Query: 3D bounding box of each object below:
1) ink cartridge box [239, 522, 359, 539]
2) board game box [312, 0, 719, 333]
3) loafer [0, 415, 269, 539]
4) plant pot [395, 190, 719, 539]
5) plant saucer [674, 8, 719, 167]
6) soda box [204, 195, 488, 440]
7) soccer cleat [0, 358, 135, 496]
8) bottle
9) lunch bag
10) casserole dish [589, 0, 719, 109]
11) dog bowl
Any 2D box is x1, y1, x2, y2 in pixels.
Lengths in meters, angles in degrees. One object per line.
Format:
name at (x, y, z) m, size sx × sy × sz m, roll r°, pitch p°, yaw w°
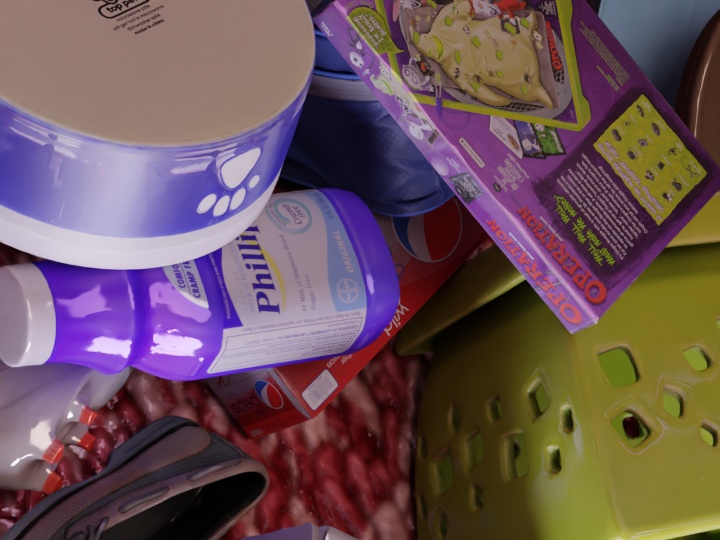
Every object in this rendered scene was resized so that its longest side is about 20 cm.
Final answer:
ink cartridge box at (0.017, 0.207, 1.334) m, size 0.199 × 0.146 × 0.084 m, roll 27°, pitch 66°, yaw -22°
board game box at (0.081, -0.083, 1.312) m, size 0.200 × 0.032 × 0.120 m, roll 51°, pitch 55°, yaw -6°
loafer at (-0.119, 0.137, 1.289) m, size 0.200 × 0.063 × 0.072 m, roll -44°, pitch 138°, yaw -42°
plant pot at (0.140, 0.067, 1.419) m, size 0.198 × 0.200 × 0.183 m, roll -6°, pitch 75°, yaw -31°
plant saucer at (0.242, -0.077, 1.574) m, size 0.199 × 0.029 × 0.202 m, roll -7°, pitch 99°, yaw -48°
soda box at (0.000, 0.000, 1.419) m, size 0.064 × 0.070 × 0.200 m, roll 52°, pitch 58°, yaw -10°
soccer cleat at (-0.135, 0.028, 1.334) m, size 0.077 × 0.070 × 0.200 m, roll 30°, pitch 50°, yaw 13°
bottle at (-0.080, 0.010, 1.284) m, size 0.199 × 0.065 × 0.084 m, roll -7°, pitch 62°, yaw -32°
lunch bag at (0.028, -0.144, 1.405) m, size 0.200 × 0.135 × 0.133 m, roll -46°, pitch 138°, yaw -32°
casserole dish at (0.190, -0.162, 1.595) m, size 0.121 × 0.039 × 0.201 m, roll 28°, pitch 64°, yaw -23°
dog bowl at (-0.124, -0.099, 1.265) m, size 0.199 × 0.079 × 0.201 m, roll 13°, pitch 43°, yaw -12°
